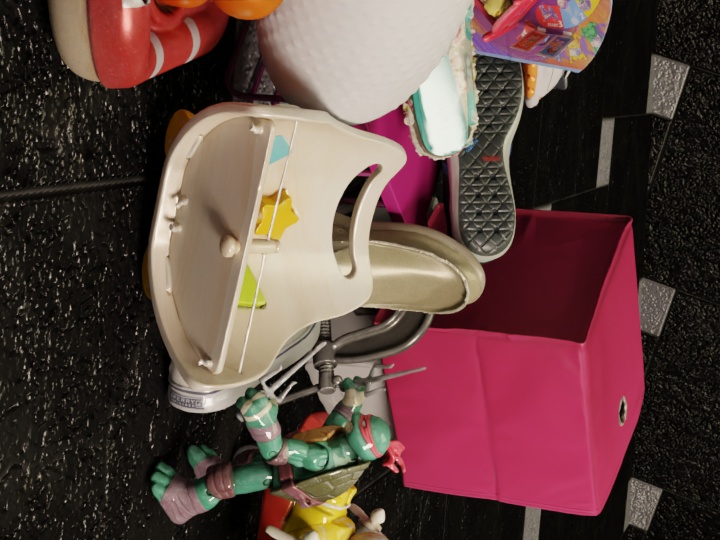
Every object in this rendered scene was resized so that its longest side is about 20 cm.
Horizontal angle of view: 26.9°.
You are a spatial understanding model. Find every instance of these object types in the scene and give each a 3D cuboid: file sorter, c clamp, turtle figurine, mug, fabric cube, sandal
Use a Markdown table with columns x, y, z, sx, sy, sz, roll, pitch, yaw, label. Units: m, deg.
| x | y | z | sx | sy | sz | roll | pitch | yaw | label |
| --- | --- | --- | --- | --- | --- | --- | --- | --- | --- |
| -0.014 | -0.135 | 1.232 | 0.200 | 0.125 | 0.139 | 65 | 38 | -55 | file sorter |
| -0.014 | 0.012 | 1.296 | 0.027 | 0.170 | 0.201 | 40 | 44 | -51 | c clamp |
| -0.049 | 0.127 | 1.110 | 0.150 | 0.199 | 0.101 | 20 | 49 | -62 | turtle figurine |
| -0.010 | -0.209 | 1.038 | 0.176 | 0.147 | 0.200 | 111 | -39 | -52 | mug |
| 0.146 | 0.077 | 1.392 | 0.196 | 0.199 | 0.200 | -58 | 146 | -48 | fabric cube |
| 0.161 | -0.207 | 1.248 | 0.207 | 0.059 | 0.079 | 84 | -4 | -65 | sandal |

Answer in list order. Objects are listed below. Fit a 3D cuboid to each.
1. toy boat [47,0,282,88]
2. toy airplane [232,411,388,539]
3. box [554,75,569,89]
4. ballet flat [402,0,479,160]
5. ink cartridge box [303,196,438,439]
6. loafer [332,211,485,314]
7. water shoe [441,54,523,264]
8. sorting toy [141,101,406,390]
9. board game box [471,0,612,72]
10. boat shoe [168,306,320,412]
| x | y | z | sx | sy | sz | roll | pitch | yaw | label |
| --- | --- | --- | --- | --- | --- | --- | --- | --- | --- |
| -0.107 | -0.185 | 0.937 | 0.200 | 0.130 | 0.131 | -44 | 136 | -62 | toy boat |
| -0.041 | 0.247 | 1.261 | 0.200 | 0.141 | 0.200 | -64 | 154 | -44 | toy airplane |
| 0.091 | -0.275 | 1.365 | 0.200 | 0.196 | 0.124 | 75 | 22 | -48 | box |
| 0.052 | -0.182 | 1.141 | 0.064 | 0.075 | 0.201 | -106 | -166 | -63 | ballet flat |
| 0.026 | 0.046 | 1.469 | 0.145 | 0.084 | 0.201 | 68 | 34 | -52 | ink cartridge box |
| 0.000 | 0.000 | 1.209 | 0.068 | 0.199 | 0.076 | -71 | 172 | -46 | loafer |
| 0.092 | -0.105 | 1.279 | 0.079 | 0.071 | 0.201 | 151 | -56 | -74 | water shoe |
| -0.048 | -0.032 | 1.061 | 0.180 | 0.107 | 0.201 | -1 | 114 | -39 | sorting toy |
| 0.096 | -0.226 | 1.139 | 0.039 | 0.200 | 0.159 | -35 | 129 | -38 | board game box |
| -0.088 | 0.040 | 1.174 | 0.200 | 0.071 | 0.070 | -36 | 133 | -57 | boat shoe |
